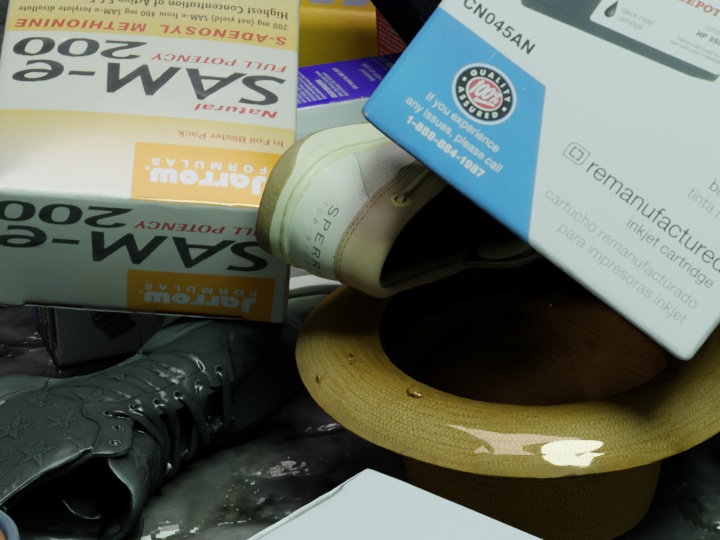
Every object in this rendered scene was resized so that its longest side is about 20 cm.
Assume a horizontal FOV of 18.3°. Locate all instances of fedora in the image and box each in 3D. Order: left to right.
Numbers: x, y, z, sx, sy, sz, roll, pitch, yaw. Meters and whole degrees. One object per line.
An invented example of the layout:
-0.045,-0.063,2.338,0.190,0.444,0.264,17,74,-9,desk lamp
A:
0.068,0.053,0.881,0.200,0.082,0.201,-2,24,1,fedora

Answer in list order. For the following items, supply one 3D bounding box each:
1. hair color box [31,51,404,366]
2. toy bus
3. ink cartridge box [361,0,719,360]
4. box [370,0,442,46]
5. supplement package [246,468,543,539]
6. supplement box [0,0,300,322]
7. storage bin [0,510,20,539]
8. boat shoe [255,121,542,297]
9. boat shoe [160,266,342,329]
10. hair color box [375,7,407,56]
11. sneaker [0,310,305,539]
-0.056,-0.031,1.048,0.200,0.109,0.065,-10,25,-18,hair color box
0.045,-0.132,1.314,0.200,0.065,0.078,6,26,17,toy bus
0.118,-0.091,0.785,0.145,0.200,0.084,37,5,6,ink cartridge box
0.083,-0.174,1.003,0.148,0.107,0.200,-42,8,-10,box
-0.005,0.161,0.616,0.156,0.111,0.200,19,32,39,supplement package
-0.089,-0.078,0.952,0.126,0.074,0.200,3,48,-5,supplement box
-0.220,0.087,0.725,0.200,0.134,0.145,-33,37,-27,storage bin
0.048,-0.031,0.895,0.200,0.074,0.066,-23,47,-41,boat shoe
0.000,0.000,0.999,0.200,0.072,0.060,-9,60,-22,boat shoe
0.068,-0.143,1.172,0.111,0.200,0.064,-12,25,-21,hair color box
-0.097,0.075,0.884,0.200,0.060,0.104,-15,28,-17,sneaker
